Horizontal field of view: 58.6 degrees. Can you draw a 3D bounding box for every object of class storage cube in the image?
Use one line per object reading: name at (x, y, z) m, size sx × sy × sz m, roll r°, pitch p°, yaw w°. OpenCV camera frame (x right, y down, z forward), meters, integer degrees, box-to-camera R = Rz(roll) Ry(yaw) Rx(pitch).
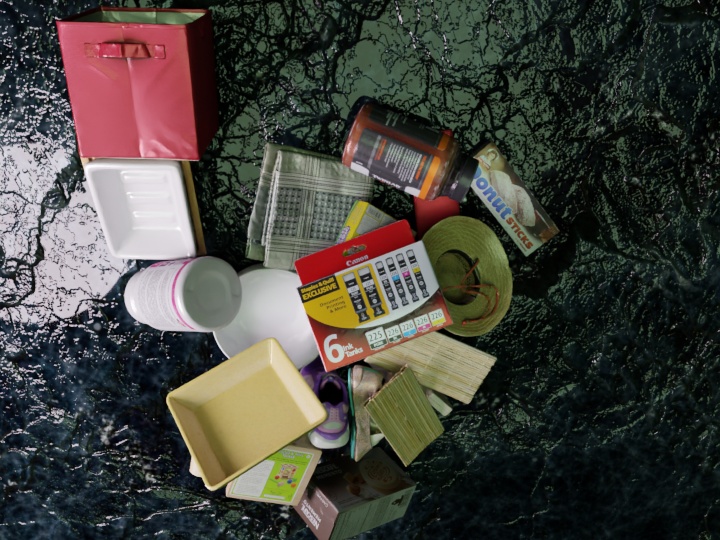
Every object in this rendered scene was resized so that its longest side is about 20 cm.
storage cube at (-0.302, -0.271, 0.916) m, size 0.170 × 0.200 × 0.181 m, roll 0°, pitch 117°, yaw -3°

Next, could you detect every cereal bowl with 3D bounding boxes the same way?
cereal bowl at (-0.149, 0.075, 1.104) m, size 0.199 × 0.083 × 0.201 m, roll -1°, pitch 110°, yaw -1°

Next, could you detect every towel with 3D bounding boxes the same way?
towel at (-0.077, -0.093, 1.033) m, size 0.199 × 0.035 × 0.194 m, roll 7°, pitch 103°, yaw -24°

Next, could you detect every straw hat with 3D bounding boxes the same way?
straw hat at (0.153, 0.013, 1.081) m, size 0.200 × 0.085 × 0.203 m, roll 1°, pitch 87°, yaw -23°

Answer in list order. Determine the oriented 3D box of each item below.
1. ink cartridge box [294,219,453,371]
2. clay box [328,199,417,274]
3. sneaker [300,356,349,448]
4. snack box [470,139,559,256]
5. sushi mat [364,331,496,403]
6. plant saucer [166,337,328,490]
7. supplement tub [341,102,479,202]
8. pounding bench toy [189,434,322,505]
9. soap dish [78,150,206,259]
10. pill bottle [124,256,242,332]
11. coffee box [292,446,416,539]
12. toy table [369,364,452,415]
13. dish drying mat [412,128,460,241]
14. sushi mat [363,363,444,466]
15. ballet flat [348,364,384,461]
ink cartridge box at (0.012, 0.032, 0.962) m, size 0.199 × 0.084 × 0.177 m, roll -21°, pitch 87°, yaw -1°
clay box at (0.000, 0.000, 1.053) m, size 0.115 × 0.048 × 0.201 m, roll 28°, pitch 89°, yaw -32°
sneaker at (-0.058, 0.202, 1.091) m, size 0.080 × 0.200 × 0.089 m, roll -1°, pitch 120°, yaw -12°
snack box at (0.248, -0.119, 1.078) m, size 0.072 × 0.024 × 0.200 m, roll -38°, pitch 107°, yaw 12°
sushi mat at (0.115, 0.145, 1.045) m, size 0.199 × 0.012 × 0.096 m, roll 23°, pitch 105°, yaw -11°
plant saucer at (-0.174, 0.223, 0.997) m, size 0.199 × 0.200 × 0.049 m, roll -29°, pitch 137°, yaw -16°
supplement tub at (0.078, -0.175, 0.991) m, size 0.199 × 0.107 × 0.107 m, roll 23°, pitch 108°, yaw 3°
pounding bench toy at (-0.187, 0.283, 1.090) m, size 0.199 × 0.156 × 0.125 m, roll 15°, pitch 114°, yaw -20°
soap dish at (-0.329, -0.111, 1.002) m, size 0.156 × 0.082 × 0.201 m, roll 1°, pitch 133°, yaw -2°
pill bottle at (-0.288, 0.039, 1.022) m, size 0.199 × 0.113 × 0.114 m, roll -4°, pitch 118°, yaw 45°
coffee box at (-0.011, 0.403, 1.161) m, size 0.199 × 0.114 × 0.080 m, roll 1°, pitch 117°, yaw -44°
toy table at (0.081, 0.166, 1.129) m, size 0.199 × 0.117 × 0.184 m, roll 29°, pitch 107°, yaw -13°
dish drying mat at (0.125, -0.131, 1.074) m, size 0.076 × 0.018 × 0.201 m, roll -8°, pitch 110°, yaw 2°
sushi mat at (0.075, 0.241, 1.054) m, size 0.096 × 0.012 × 0.200 m, roll -38°, pitch 131°, yaw -11°
ballet flat at (0.015, 0.242, 1.058) m, size 0.067 × 0.068 × 0.201 m, roll 0°, pitch 125°, yaw 1°
